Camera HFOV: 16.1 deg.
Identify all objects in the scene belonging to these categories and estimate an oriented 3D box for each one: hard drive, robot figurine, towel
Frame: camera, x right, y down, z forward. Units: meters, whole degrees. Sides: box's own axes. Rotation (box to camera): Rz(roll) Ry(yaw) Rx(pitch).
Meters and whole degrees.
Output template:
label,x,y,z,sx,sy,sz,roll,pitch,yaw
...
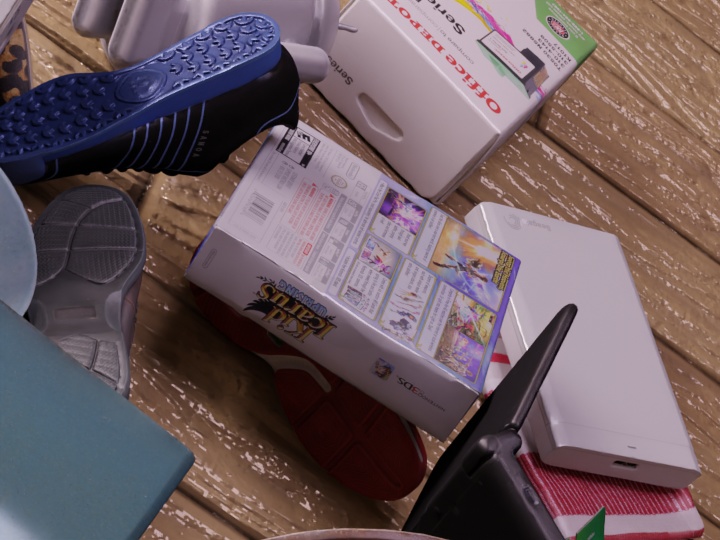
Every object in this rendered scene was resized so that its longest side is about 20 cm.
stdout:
label,x,y,z,sx,sy,sz,roll,pitch,yaw
hard drive,0.151,0.050,1.729,0.132,0.026,0.200,13,47,-36
robot figurine,-0.094,-0.172,1.670,0.200,0.113,0.170,-3,38,-47
towel,0.144,0.099,1.715,0.144,0.023,0.200,3,52,-43

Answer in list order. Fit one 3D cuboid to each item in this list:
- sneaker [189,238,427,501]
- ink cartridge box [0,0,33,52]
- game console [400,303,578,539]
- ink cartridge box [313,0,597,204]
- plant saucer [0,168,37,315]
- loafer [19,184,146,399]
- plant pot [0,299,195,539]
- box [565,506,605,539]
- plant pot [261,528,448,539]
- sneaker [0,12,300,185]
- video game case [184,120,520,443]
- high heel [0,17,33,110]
label,x,y,z,sx,sy,sz,roll,pitch,yaw
sneaker,-0.006,0.044,1.570,0.200,0.078,0.115,53,37,10
ink cartridge box,-0.271,-0.205,1.439,0.200,0.145,0.145,35,80,-8
game console,0.085,0.149,1.424,0.116,0.200,0.176,-19,68,-33
ink cartridge box,0.066,-0.156,1.842,0.145,0.084,0.200,45,35,1
plant saucer,-0.274,-0.027,1.401,0.201,0.039,0.201,28,38,-24
loafer,-0.160,0.033,1.453,0.072,0.063,0.200,2,40,-4
plant pot,-0.203,0.144,1.218,0.141,0.141,0.200,38,41,-9
box,0.155,0.246,1.474,0.117,0.048,0.201,-32,106,-55
plant pot,-0.006,0.261,1.258,0.200,0.200,0.199,21,48,-30
sneaker,-0.130,-0.083,1.527,0.070,0.199,0.078,-112,-177,-48
video game case,0.000,0.000,1.536,0.181,0.046,0.200,32,25,-3
high heel,-0.286,-0.163,1.533,0.142,0.071,0.200,-19,80,-28
